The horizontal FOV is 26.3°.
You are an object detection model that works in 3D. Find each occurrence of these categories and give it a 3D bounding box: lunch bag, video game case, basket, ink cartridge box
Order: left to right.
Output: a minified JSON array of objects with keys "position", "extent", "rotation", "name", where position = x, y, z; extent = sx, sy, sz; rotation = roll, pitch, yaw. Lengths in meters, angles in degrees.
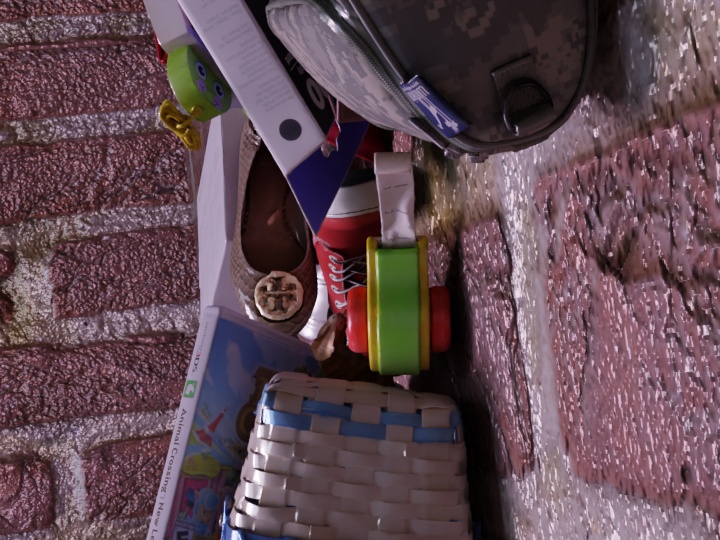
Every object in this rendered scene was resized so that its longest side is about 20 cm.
[{"position":[-0.054,0.141,1.055],"extent":[0.022,0.199,0.184],"rotation":[1,72,42],"name":"video game case"},{"position":[-0.041,-0.152,0.988],"extent":[0.201,0.043,0.199],"rotation":[61,-157,-21],"name":"ink cartridge box"},{"position":[-0.004,0.171,0.961],"extent":[0.139,0.174,0.202],"rotation":[74,-155,-87],"name":"basket"},{"position":[0.028,-0.140,0.704],"extent":[0.200,0.138,0.169],"rotation":[-143,31,-77],"name":"lunch bag"}]

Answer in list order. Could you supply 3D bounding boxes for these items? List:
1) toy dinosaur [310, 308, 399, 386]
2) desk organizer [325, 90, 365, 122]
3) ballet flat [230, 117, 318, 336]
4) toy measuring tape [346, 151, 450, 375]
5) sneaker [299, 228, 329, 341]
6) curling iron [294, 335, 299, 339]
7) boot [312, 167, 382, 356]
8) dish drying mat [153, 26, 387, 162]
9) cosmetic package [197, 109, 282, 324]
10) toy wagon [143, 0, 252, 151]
[{"position":[0.009,0.088,1.068],"extent":[0.201,0.060,0.107],"rotation":[57,-138,-38],"name":"toy dinosaur"},{"position":[0.004,-0.172,0.945],"extent":[0.201,0.076,0.072],"rotation":[-109,16,-51],"name":"desk organizer"},{"position":[-0.066,-0.045,1.177],"extent":[0.046,0.067,0.202],"rotation":[98,172,-64],"name":"ballet flat"},{"position":[0.023,0.011,0.939],"extent":[0.201,0.073,0.074],"rotation":[86,172,-57],"name":"toy measuring tape"},{"position":[-0.040,-0.022,1.341],"extent":[0.200,0.074,0.101],"rotation":[-125,37,-54],"name":"sneaker"},{"position":[-0.043,0.116,1.345],"extent":[0.026,0.049,0.202],"rotation":[-65,-41,-58],"name":"curling iron"},{"position":[0.000,0.000,1.107],"extent":[0.200,0.072,0.146],"rotation":[-146,50,-87],"name":"boot"},{"position":[-0.062,-0.135,1.087],"extent":[0.018,0.199,0.077],"rotation":[-41,44,29],"name":"dish drying mat"},{"position":[-0.106,-0.045,1.312],"extent":[0.200,0.051,0.152],"rotation":[112,154,-61],"name":"cosmetic package"},{"position":[-0.095,-0.161,0.977],"extent":[0.155,0.039,0.201],"rotation":[47,-150,-41],"name":"toy wagon"}]
